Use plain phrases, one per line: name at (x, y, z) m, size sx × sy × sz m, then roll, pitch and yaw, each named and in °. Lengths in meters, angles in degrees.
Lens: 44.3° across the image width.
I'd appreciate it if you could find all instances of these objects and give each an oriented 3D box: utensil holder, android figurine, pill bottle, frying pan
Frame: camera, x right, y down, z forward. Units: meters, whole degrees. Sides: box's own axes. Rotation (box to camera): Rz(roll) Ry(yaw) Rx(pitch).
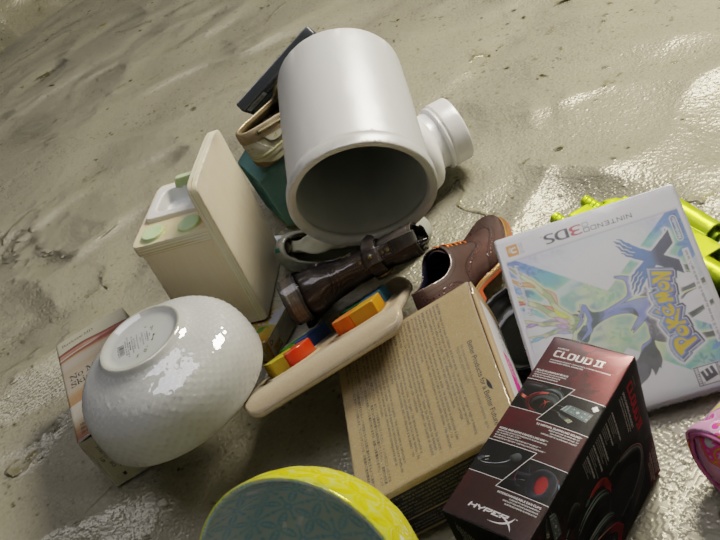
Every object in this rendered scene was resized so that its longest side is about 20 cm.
utensil holder at (-0.011, -0.159, 1.032) m, size 0.169 × 0.170 × 0.201 m, roll -18°, pitch 53°, yaw 11°
android figurine at (0.284, -0.019, 0.917) m, size 0.181 × 0.041 × 0.200 m, roll -27°, pitch 43°, yaw -18°
pill bottle at (0.045, -0.143, 1.181) m, size 0.199 × 0.120 × 0.120 m, roll -30°, pitch 35°, yaw -6°
frying pan at (0.157, 0.088, 0.894) m, size 0.115 × 0.031 × 0.191 m, roll -2°, pitch 52°, yaw 38°

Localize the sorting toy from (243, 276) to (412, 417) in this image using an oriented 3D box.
sorting toy at (-0.032, 0.070, 0.940) m, size 0.185 × 0.037 × 0.200 m, roll -32°, pitch 6°, yaw 10°

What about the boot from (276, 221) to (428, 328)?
boot at (0.000, 0.000, 1.010) m, size 0.174 × 0.069 × 0.200 m, roll -27°, pitch 1°, yaw 3°

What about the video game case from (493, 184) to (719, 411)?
video game case at (0.239, 0.036, 0.833) m, size 0.181 × 0.022 × 0.201 m, roll -18°, pitch 68°, yaw 11°

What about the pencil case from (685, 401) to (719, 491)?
pencil case at (0.355, 0.101, 0.711) m, size 0.200 × 0.088 × 0.087 m, roll -36°, pitch 37°, yaw -17°

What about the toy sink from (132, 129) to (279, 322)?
toy sink at (-0.190, -0.044, 1.062) m, size 0.111 × 0.201 × 0.131 m, roll -14°, pitch 37°, yaw 15°

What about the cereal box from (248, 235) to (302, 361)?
cereal box at (-0.133, 0.031, 1.140) m, size 0.143 × 0.040 × 0.200 m, roll -1°, pitch 42°, yaw 30°

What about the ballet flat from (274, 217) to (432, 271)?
ballet flat at (-0.008, -0.034, 1.090) m, size 0.199 × 0.070 × 0.070 m, roll -8°, pitch 37°, yaw 0°

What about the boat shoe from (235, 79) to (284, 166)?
boat shoe at (-0.086, -0.231, 1.191) m, size 0.200 × 0.065 × 0.072 m, roll -47°, pitch 38°, yaw -11°

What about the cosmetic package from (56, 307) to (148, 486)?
cosmetic package at (-0.286, 0.144, 1.051) m, size 0.103 × 0.087 × 0.200 m, roll -33°, pitch 36°, yaw -8°

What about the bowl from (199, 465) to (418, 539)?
bowl at (-0.021, 0.239, 0.715) m, size 0.199 × 0.201 × 0.108 m, roll -3°, pitch 10°, yaw 28°

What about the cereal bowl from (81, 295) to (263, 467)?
cereal bowl at (-0.203, 0.096, 0.905) m, size 0.199 × 0.084 × 0.201 m, roll -19°, pitch 35°, yaw 14°

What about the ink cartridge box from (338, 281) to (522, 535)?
ink cartridge box at (0.071, 0.129, 0.835) m, size 0.164 × 0.075 × 0.200 m, roll -30°, pitch 34°, yaw 14°

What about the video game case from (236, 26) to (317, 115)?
video game case at (-0.094, -0.275, 1.277) m, size 0.143 × 0.019 × 0.200 m, roll -45°, pitch -5°, yaw 11°

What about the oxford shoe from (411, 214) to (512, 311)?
oxford shoe at (0.116, -0.012, 0.991) m, size 0.071 × 0.073 × 0.200 m, roll -30°, pitch 19°, yaw 40°

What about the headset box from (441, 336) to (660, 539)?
headset box at (0.163, 0.163, 0.695) m, size 0.075 × 0.149 × 0.200 m, roll 13°, pitch 50°, yaw 39°

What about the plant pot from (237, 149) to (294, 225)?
plant pot at (-0.064, -0.170, 1.272) m, size 0.200 × 0.142 × 0.141 m, roll -37°, pitch 36°, yaw -8°
